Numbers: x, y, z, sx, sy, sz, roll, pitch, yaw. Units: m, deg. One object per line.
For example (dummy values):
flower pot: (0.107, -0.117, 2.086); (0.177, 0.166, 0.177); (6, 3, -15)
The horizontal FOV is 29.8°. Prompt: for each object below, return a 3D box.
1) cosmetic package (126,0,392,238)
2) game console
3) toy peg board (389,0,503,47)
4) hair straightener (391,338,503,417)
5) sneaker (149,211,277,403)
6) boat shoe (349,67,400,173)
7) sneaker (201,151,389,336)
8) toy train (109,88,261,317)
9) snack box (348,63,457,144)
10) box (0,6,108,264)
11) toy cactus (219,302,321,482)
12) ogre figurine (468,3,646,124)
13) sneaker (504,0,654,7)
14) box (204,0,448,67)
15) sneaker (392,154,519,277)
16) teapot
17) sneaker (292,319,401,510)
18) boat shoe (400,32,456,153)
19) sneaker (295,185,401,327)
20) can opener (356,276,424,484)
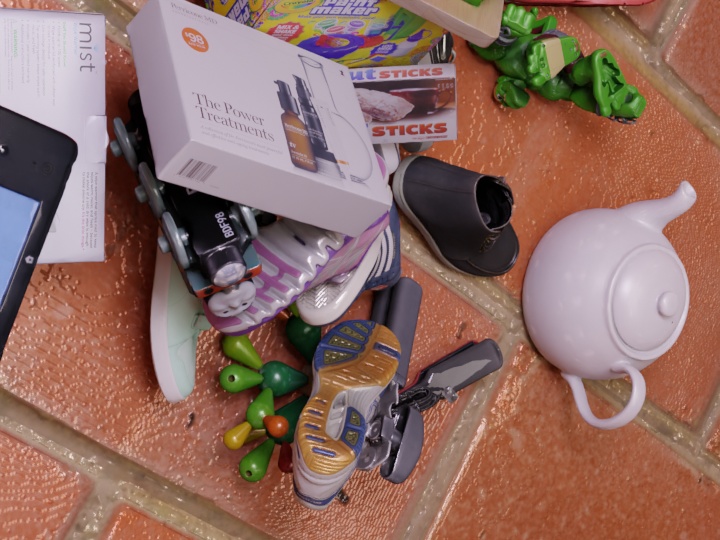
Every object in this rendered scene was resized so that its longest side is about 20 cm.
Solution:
cosmetic package: (-0.078, -0.119, 1.057); (0.199, 0.052, 0.152); (15, 45, -41)
game console: (-0.318, -0.035, 1.001); (0.176, 0.031, 0.201); (23, 86, -31)
toy peg board: (0.058, -0.321, 1.098); (0.198, 0.098, 0.201); (23, 57, -21)
hair straightener: (0.062, 0.117, 1.349); (0.199, 0.077, 0.041); (-21, 92, -27)
sneaker: (-0.121, 0.020, 1.192); (0.117, 0.074, 0.202); (4, 92, 1)
boat shoe: (0.002, -0.189, 1.277); (0.070, 0.071, 0.201); (-32, 105, -23)
sneaker: (-0.045, -0.012, 1.155); (0.200, 0.080, 0.089); (-44, 150, -7)
toy train: (-0.137, -0.056, 1.095); (0.085, 0.201, 0.114); (-24, 150, -11)
snack box: (-0.013, -0.146, 1.215); (0.198, 0.024, 0.072); (-3, 135, 3)
box: (-0.297, -0.107, 1.074); (0.175, 0.096, 0.202); (-4, 98, -33)
toy cactus: (-0.057, 0.099, 1.269); (0.164, 0.102, 0.202); (8, 83, -43)
ogre figurine: (0.189, -0.208, 1.362); (0.199, 0.120, 0.099); (4, 99, -32)
sneaker: (0.232, -0.332, 1.400); (0.199, 0.078, 0.117); (-7, 101, -33)
box: (-0.032, -0.288, 1.164); (0.199, 0.122, 0.194); (-5, 70, -32)
sneaker: (0.122, -0.040, 1.335); (0.200, 0.106, 0.075); (36, 76, -46)
teapot: (0.277, 0.033, 1.435); (0.197, 0.146, 0.201); (-32, 113, -25)
sneaker: (-0.022, 0.126, 1.215); (0.200, 0.075, 0.089); (-61, 171, -50)
boat shoe: (0.062, -0.216, 1.308); (0.063, 0.071, 0.202); (-10, 100, -30)
sneaker: (0.000, 0.000, 1.256); (0.085, 0.074, 0.201); (66, 31, -31)
can opener: (0.034, 0.107, 1.301); (0.067, 0.053, 0.201); (32, 54, -30)
